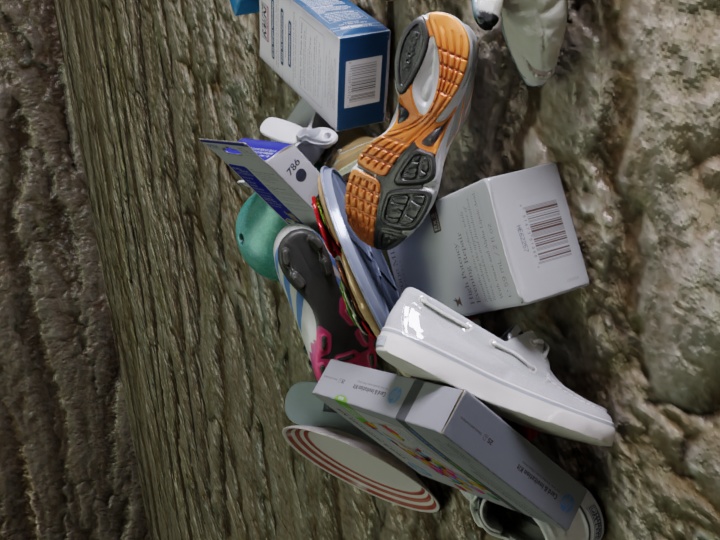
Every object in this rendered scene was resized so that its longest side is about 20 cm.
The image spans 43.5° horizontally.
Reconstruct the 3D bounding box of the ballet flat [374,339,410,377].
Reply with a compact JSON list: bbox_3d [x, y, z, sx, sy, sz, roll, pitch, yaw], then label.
[{"bbox_3d":[0.025,0.060,0.974,0.200,0.069,0.070,42,140,51],"label":"ballet flat"}]

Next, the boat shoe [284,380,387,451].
[{"bbox_3d":[0.011,0.169,1.064,0.199,0.091,0.072,7,81,38],"label":"boat shoe"}]

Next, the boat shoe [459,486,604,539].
[{"bbox_3d":[0.131,0.206,0.815,0.200,0.065,0.074,-6,98,66],"label":"boat shoe"}]

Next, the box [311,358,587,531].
[{"bbox_3d":[0.067,0.141,0.757,0.156,0.041,0.199,41,163,-26],"label":"box"}]

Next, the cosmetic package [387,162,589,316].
[{"bbox_3d":[0.096,-0.015,0.760,0.200,0.073,0.103,-23,82,65],"label":"cosmetic package"}]

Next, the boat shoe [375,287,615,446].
[{"bbox_3d":[0.111,0.074,0.699,0.072,0.198,0.069,101,-168,-78],"label":"boat shoe"}]

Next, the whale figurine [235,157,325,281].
[{"bbox_3d":[-0.095,-0.072,1.105,0.160,0.103,0.201,62,150,29],"label":"whale figurine"}]

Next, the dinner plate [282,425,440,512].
[{"bbox_3d":[0.003,0.221,1.030,0.199,0.024,0.201,24,159,10],"label":"dinner plate"}]

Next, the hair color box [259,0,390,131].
[{"bbox_3d":[-0.043,-0.237,0.948,0.200,0.060,0.101,49,145,44],"label":"hair color box"}]

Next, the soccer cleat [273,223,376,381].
[{"bbox_3d":[-0.036,0.043,0.942,0.086,0.069,0.202,-143,33,-76],"label":"soccer cleat"}]

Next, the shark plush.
[{"bbox_3d":[0.098,-0.234,0.642,0.083,0.090,0.202,40,-155,-79],"label":"shark plush"}]

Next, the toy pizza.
[{"bbox_3d":[0.000,0.000,0.832,0.200,0.031,0.202,-24,-89,-82],"label":"toy pizza"}]

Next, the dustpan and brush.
[{"bbox_3d":[-0.066,-0.144,0.982,0.057,0.140,0.199,40,171,-38],"label":"dustpan and brush"}]

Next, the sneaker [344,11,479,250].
[{"bbox_3d":[0.054,-0.110,0.748,0.075,0.092,0.202,29,113,16],"label":"sneaker"}]

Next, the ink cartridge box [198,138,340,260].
[{"bbox_3d":[-0.067,-0.081,0.924,0.099,0.039,0.200,17,158,51],"label":"ink cartridge box"}]

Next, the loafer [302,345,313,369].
[{"bbox_3d":[-0.021,0.098,1.065,0.063,0.072,0.200,42,176,-8],"label":"loafer"}]

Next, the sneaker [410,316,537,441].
[{"bbox_3d":[0.096,0.138,0.843,0.116,0.078,0.201,56,161,23],"label":"sneaker"}]

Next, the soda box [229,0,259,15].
[{"bbox_3d":[-0.097,-0.365,0.984,0.065,0.067,0.200,69,155,12],"label":"soda box"}]

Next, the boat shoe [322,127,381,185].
[{"bbox_3d":[-0.006,-0.116,0.936,0.200,0.071,0.077,155,111,-66],"label":"boat shoe"}]
